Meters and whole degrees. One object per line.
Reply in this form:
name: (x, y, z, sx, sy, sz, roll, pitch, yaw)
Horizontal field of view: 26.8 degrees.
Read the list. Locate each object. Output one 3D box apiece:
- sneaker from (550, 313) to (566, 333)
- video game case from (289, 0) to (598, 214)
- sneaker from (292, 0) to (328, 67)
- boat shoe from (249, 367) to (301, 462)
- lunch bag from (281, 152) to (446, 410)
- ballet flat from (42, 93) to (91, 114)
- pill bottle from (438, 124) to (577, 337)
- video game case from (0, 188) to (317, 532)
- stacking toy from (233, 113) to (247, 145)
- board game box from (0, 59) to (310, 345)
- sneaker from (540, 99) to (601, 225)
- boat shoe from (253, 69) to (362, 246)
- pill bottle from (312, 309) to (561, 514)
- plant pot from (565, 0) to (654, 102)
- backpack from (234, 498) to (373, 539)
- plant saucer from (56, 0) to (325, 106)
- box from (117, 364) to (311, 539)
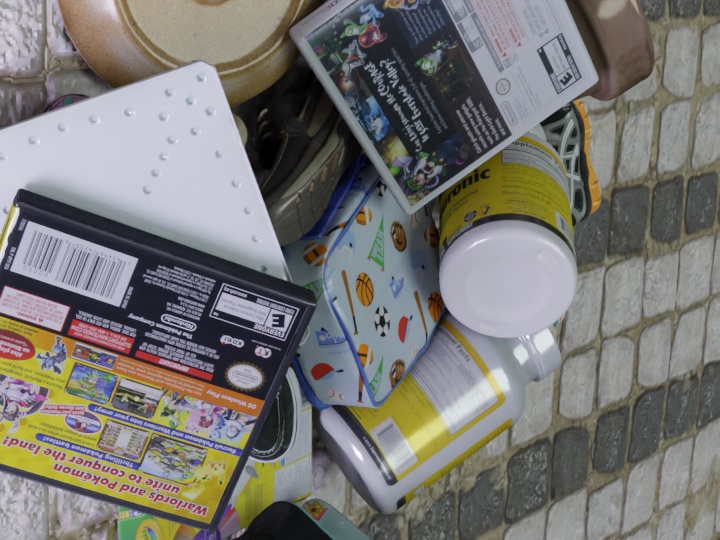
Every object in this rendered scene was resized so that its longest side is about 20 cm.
sneaker: (0.132, 0.022, 1.401, 0.094, 0.070, 0.200, -63, 143, -26)
video game case: (0.066, -0.154, 1.088, 0.181, 0.023, 0.200, -35, 137, 1)
sneaker: (-0.066, -0.217, 1.083, 0.200, 0.070, 0.074, 44, 67, -48)
boat shoe: (-0.087, 0.065, 1.050, 0.068, 0.073, 0.201, -95, 175, -58)
lunch bag: (0.000, 0.000, 1.201, 0.201, 0.075, 0.161, -59, 134, -46)
ballet flat: (-0.173, -0.016, 1.006, 0.071, 0.068, 0.202, -99, 178, -65)
pill bottle: (0.120, -0.048, 1.255, 0.201, 0.110, 0.112, -85, 160, -52)
video game case: (-0.152, 0.063, 0.962, 0.198, 0.026, 0.182, 19, 110, -16)
stacking toy: (-0.120, -0.011, 1.083, 0.085, 0.085, 0.202, -28, 128, -43)
board game box: (-0.154, -0.013, 0.955, 0.198, 0.026, 0.202, -19, 115, 1)
sneaker: (0.170, -0.108, 1.411, 0.077, 0.078, 0.201, -44, 131, -22)
boat shoe: (-0.046, -0.091, 1.130, 0.200, 0.073, 0.075, -57, 168, -49)
pill bottle: (0.066, 0.104, 1.263, 0.199, 0.112, 0.113, -34, 129, -12)
plant pot: (0.113, -0.192, 1.226, 0.174, 0.200, 0.201, -36, 133, -3)
backpack: (-0.042, 0.293, 1.174, 0.153, 0.175, 0.201, -32, 151, -50)
plant saucer: (-0.104, -0.202, 1.007, 0.198, 0.035, 0.202, -8, 109, -24)
box: (-0.117, 0.146, 1.149, 0.199, 0.048, 0.119, -20, 116, -50)
